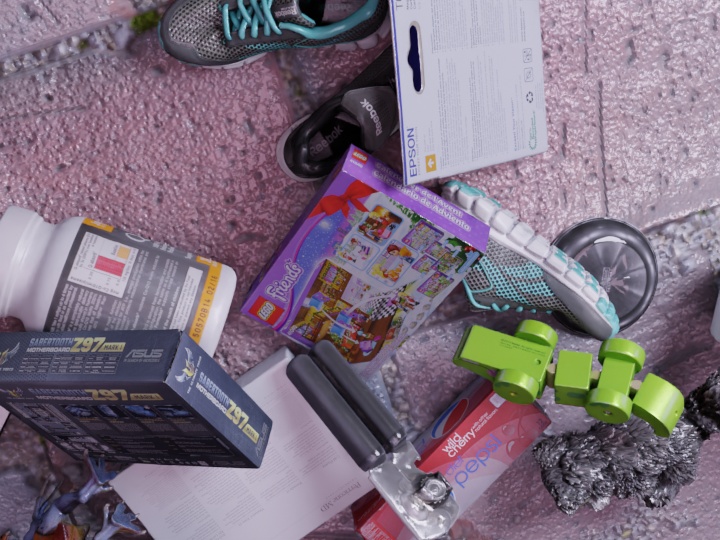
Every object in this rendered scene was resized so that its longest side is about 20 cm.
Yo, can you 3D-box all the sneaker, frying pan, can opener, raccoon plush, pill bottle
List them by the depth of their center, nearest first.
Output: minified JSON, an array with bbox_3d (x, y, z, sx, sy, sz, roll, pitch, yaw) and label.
[{"bbox_3d":[-0.070,-0.215,0.936,0.200,0.091,0.078,-11,95,-3],"label":"sneaker"},{"bbox_3d":[-0.216,0.021,0.966,0.200,0.116,0.116,20,99,-10],"label":"pill bottle"},{"bbox_3d":[0.015,-0.140,0.970,0.200,0.091,0.066,-37,103,2],"label":"sneaker"},{"bbox_3d":[0.007,0.155,0.991,0.053,0.067,0.200,-32,75,-32],"label":"can opener"},{"bbox_3d":[0.136,0.008,1.010,0.200,0.078,0.091,38,104,11],"label":"sneaker"},{"bbox_3d":[0.241,0.140,1.013,0.134,0.097,0.200,1,128,-36],"label":"raccoon plush"},{"bbox_3d":[0.193,-0.009,1.049,0.190,0.031,0.115,27,95,-12],"label":"frying pan"}]

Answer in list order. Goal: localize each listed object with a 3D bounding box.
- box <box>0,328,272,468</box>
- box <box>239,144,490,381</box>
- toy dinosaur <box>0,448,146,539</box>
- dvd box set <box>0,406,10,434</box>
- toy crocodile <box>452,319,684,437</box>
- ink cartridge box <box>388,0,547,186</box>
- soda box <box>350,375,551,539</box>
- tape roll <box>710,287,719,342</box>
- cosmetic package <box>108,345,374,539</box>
[{"bbox_3d":[-0.195,0.108,0.936,0.200,0.051,0.158,-3,146,26],"label":"box"},{"bbox_3d":[0.000,0.000,0.971,0.137,0.039,0.200,30,132,-11],"label":"box"},{"bbox_3d":[-0.279,0.237,0.986,0.181,0.200,0.105,-40,79,16],"label":"toy dinosaur"},{"bbox_3d":[-0.428,0.134,1.012,0.200,0.029,0.146,27,98,-10],"label":"dvd box set"},{"bbox_3d":[0.179,0.093,0.980,0.200,0.062,0.068,12,59,16],"label":"toy crocodile"},{"bbox_3d":[0.080,-0.181,0.936,0.200,0.043,0.197,-17,107,-43],"label":"ink cartridge box"},{"bbox_3d":[0.081,0.181,1.052,0.063,0.070,0.200,43,94,-9],"label":"soda box"},{"bbox_3d":[0.415,0.044,0.993,0.202,0.202,0.071,8,100,-7],"label":"tape roll"},{"bbox_3d":[-0.105,0.188,1.045,0.200,0.052,0.151,-34,101,2],"label":"cosmetic package"}]
